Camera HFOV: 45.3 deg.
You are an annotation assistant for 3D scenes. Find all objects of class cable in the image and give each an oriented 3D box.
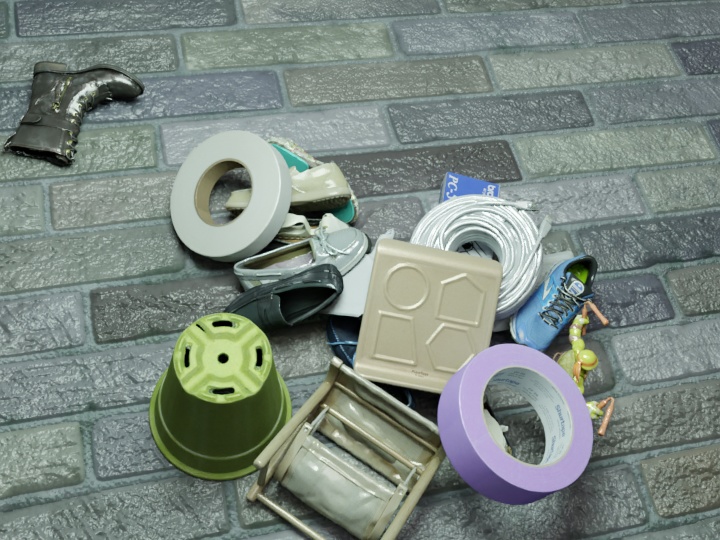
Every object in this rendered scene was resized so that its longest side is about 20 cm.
[{"bbox_3d":[0.173,-0.019,1.299,0.199,0.069,0.201,15,72,13],"label":"cable"}]

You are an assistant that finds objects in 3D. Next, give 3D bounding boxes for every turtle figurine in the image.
[{"bbox_3d":[0.302,0.157,1.234,0.064,0.161,0.201,4,60,-8],"label":"turtle figurine"}]

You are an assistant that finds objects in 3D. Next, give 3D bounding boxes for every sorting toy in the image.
[{"bbox_3d":[0.095,0.068,1.216,0.184,0.036,0.201,11,84,-5],"label":"sorting toy"}]

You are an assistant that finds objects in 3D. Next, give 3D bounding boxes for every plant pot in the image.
[{"bbox_3d":[-0.183,0.150,1.137,0.199,0.190,0.201,4,59,-7],"label":"plant pot"}]

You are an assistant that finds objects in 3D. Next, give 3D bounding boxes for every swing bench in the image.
[{"bbox_3d":[-0.012,0.259,1.144,0.199,0.130,0.200,33,55,10],"label":"swing bench"}]

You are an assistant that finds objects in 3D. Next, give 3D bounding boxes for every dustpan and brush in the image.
[{"bbox_3d":[0.000,0.000,1.309,0.139,0.057,0.200,3,54,37],"label":"dustpan and brush"}]

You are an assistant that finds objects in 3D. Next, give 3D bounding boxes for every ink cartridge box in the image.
[{"bbox_3d":[0.168,-0.060,1.404,0.094,0.044,0.201,14,59,-4],"label":"ink cartridge box"}]

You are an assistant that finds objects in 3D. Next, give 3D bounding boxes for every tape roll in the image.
[{"bbox_3d":[0.204,0.201,1.135,0.199,0.066,0.201,12,57,-18],"label":"tape roll"},{"bbox_3d":[-0.199,-0.114,1.310,0.202,0.037,0.204,-6,75,25],"label":"tape roll"}]

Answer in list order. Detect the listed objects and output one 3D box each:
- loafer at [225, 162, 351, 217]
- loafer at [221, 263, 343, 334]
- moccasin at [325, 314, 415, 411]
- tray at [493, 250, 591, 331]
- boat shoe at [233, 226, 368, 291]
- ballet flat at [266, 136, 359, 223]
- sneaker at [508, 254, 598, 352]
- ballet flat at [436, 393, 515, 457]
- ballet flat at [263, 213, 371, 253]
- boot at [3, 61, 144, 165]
[{"bbox_3d":[-0.114,-0.124,1.352,0.199,0.076,0.069,-7,72,4],"label":"loafer"},{"bbox_3d":[-0.117,0.051,1.236,0.200,0.068,0.070,-24,21,9],"label":"loafer"},{"bbox_3d":[0.023,0.130,1.253,0.080,0.068,0.200,-32,67,-23],"label":"moccasin"},{"bbox_3d":[0.276,0.028,1.357,0.199,0.022,0.108,-9,73,-26],"label":"tray"},{"bbox_3d":[-0.087,-0.017,1.282,0.201,0.065,0.075,-19,42,7],"label":"boat shoe"},{"bbox_3d":[-0.072,-0.154,1.406,0.200,0.076,0.064,41,28,8],"label":"ballet flat"},{"bbox_3d":[0.294,0.044,1.294,0.078,0.089,0.200,40,60,-3],"label":"sneaker"},{"bbox_3d":[0.164,0.201,1.240,0.073,0.073,0.201,-17,64,-19],"label":"ballet flat"},{"bbox_3d":[-0.077,-0.055,1.344,0.199,0.068,0.068,2,59,-9],"label":"ballet flat"},{"bbox_3d":[-0.459,-0.247,1.397,0.199,0.069,0.175,4,65,-3],"label":"boot"}]
